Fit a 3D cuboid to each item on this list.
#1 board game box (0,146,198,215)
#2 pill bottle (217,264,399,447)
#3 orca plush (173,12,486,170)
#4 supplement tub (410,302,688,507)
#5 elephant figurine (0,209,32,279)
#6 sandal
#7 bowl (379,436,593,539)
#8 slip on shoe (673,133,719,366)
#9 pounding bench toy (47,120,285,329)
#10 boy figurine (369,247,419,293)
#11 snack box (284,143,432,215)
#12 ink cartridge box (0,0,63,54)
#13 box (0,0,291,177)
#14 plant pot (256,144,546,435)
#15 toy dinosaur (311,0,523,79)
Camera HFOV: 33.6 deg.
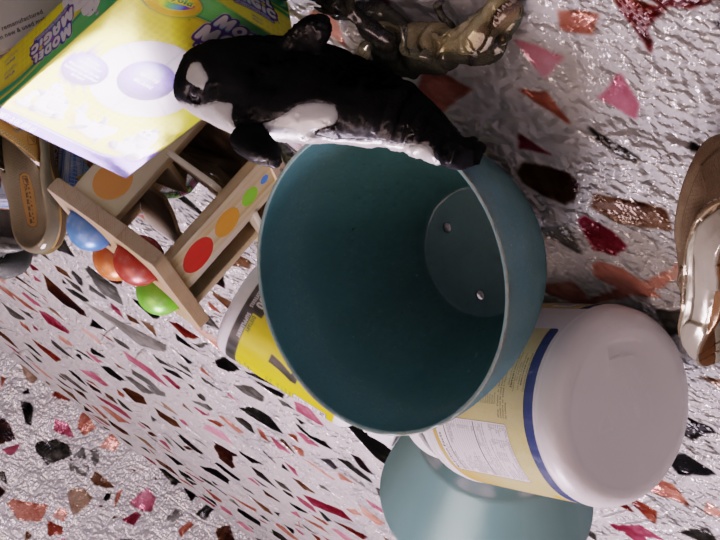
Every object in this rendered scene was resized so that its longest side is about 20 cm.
[{"bbox_3d":[-0.256,-0.084,1.087,0.199,0.062,0.199,6,178,-34],"label":"board game box"},{"bbox_3d":[-0.029,0.079,1.162,0.199,0.115,0.114,30,159,10],"label":"pill bottle"},{"bbox_3d":[-0.024,-0.110,0.697,0.199,0.105,0.071,28,140,29],"label":"orca plush"},{"bbox_3d":[0.133,0.097,0.916,0.144,0.145,0.199,45,157,-25],"label":"supplement tub"},{"bbox_3d":[-0.399,-0.055,1.306,0.154,0.201,0.142,21,155,31],"label":"elephant figurine"},{"bbox_3d":[-0.286,-0.108,0.961,0.080,0.054,0.202,0,102,43],"label":"sandal"},{"bbox_3d":[0.118,0.170,1.071,0.200,0.201,0.106,25,137,23],"label":"bowl"},{"bbox_3d":[0.215,-0.006,0.702,0.200,0.076,0.061,57,-170,-60],"label":"slip on shoe"},{"bbox_3d":[-0.146,-0.036,1.008,0.124,0.156,0.200,33,165,24],"label":"pounding bench toy"},{"bbox_3d":[0.000,0.000,0.989,0.200,0.064,0.125,20,138,63],"label":"boy figurine"},{"bbox_3d":[-0.035,-0.107,0.899,0.200,0.024,0.072,38,161,-9],"label":"snack box"},{"bbox_3d":[-0.295,-0.244,0.820,0.145,0.084,0.201,3,120,53],"label":"ink cartridge box"},{"bbox_3d":[-0.133,-0.145,0.772,0.200,0.049,0.117,-34,141,30],"label":"box"},{"bbox_3d":[0.047,-0.004,0.809,0.199,0.134,0.202,9,105,36],"label":"plant pot"},{"bbox_3d":[0.011,-0.146,0.726,0.088,0.048,0.200,38,163,-26],"label":"toy dinosaur"}]
